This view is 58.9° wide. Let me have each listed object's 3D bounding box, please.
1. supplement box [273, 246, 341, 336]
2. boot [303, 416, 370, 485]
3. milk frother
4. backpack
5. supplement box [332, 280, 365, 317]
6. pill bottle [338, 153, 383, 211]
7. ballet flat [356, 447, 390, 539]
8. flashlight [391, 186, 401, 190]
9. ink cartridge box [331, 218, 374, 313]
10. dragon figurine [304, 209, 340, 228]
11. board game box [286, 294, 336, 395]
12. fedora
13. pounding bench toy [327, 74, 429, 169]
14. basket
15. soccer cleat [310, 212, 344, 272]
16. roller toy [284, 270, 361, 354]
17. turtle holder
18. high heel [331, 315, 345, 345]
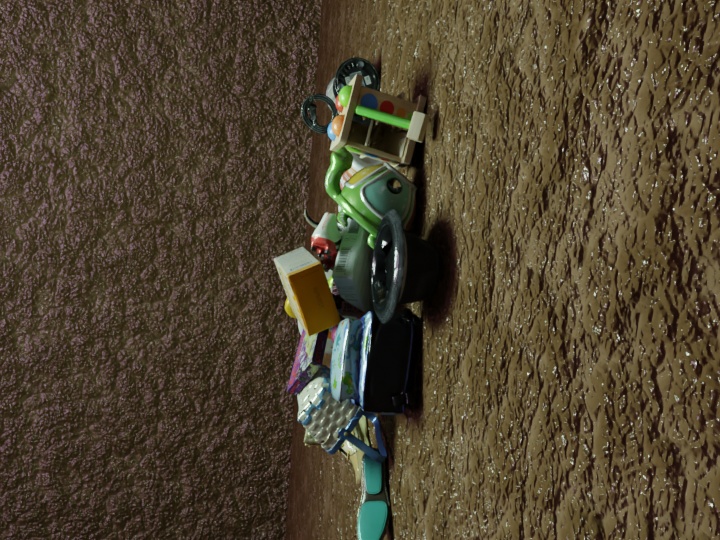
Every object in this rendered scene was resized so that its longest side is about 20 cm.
[{"bbox_3d":[-0.110,0.037,1.271,0.200,0.072,0.129,-146,36,-73],"label":"supplement box"},{"bbox_3d":[-0.056,0.408,1.487,0.203,0.151,0.074,-98,16,-46],"label":"boot"},{"bbox_3d":[-0.063,-0.440,1.655,0.188,0.195,0.185,-160,69,-79],"label":"milk frother"},{"bbox_3d":[0.018,0.168,1.181,0.200,0.143,0.188,118,158,-78],"label":"backpack"},{"bbox_3d":[-0.005,0.000,1.435,0.061,0.106,0.205,160,112,-66],"label":"supplement box"},{"bbox_3d":[0.005,-0.198,1.444,0.201,0.109,0.114,108,161,-55],"label":"pill bottle"},{"bbox_3d":[0.030,0.465,1.288,0.076,0.066,0.204,71,-162,-54],"label":"ballet flat"},{"bbox_3d":[0.053,-0.067,1.289,0.067,0.067,0.205,6,98,35],"label":"flashlight"},{"bbox_3d":[0.000,0.000,1.313,0.201,0.046,0.163,72,-154,-54],"label":"ink cartridge box"},{"bbox_3d":[-0.044,-0.086,1.504,0.201,0.099,0.059,49,171,-6],"label":"dragon figurine"},{"bbox_3d":[-0.102,0.152,1.358,0.121,0.032,0.202,-57,15,39],"label":"board game box"},{"bbox_3d":[0.077,-0.004,1.049,0.200,0.089,0.206,-177,90,-79],"label":"fedora"},{"bbox_3d":[0.029,-0.273,1.159,0.200,0.153,0.127,-162,88,-79],"label":"pounding bench toy"},{"bbox_3d":[-0.033,0.297,1.313,0.141,0.198,0.177,-56,12,8],"label":"basket"},{"bbox_3d":[-0.054,-0.049,1.300,0.200,0.067,0.087,62,-135,-69],"label":"soccer cleat"},{"bbox_3d":[-0.066,0.095,1.544,0.183,0.198,0.141,51,-167,-28],"label":"roller toy"},{"bbox_3d":[0.023,-0.136,1.182,0.133,0.185,0.140,-51,-21,12],"label":"turtle holder"},{"bbox_3d":[-0.003,0.149,1.355,0.200,0.066,0.099,22,-114,-70],"label":"high heel"}]
